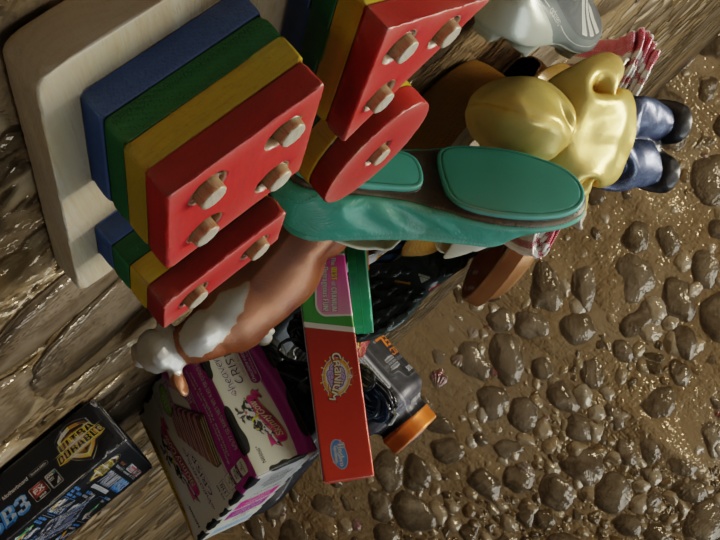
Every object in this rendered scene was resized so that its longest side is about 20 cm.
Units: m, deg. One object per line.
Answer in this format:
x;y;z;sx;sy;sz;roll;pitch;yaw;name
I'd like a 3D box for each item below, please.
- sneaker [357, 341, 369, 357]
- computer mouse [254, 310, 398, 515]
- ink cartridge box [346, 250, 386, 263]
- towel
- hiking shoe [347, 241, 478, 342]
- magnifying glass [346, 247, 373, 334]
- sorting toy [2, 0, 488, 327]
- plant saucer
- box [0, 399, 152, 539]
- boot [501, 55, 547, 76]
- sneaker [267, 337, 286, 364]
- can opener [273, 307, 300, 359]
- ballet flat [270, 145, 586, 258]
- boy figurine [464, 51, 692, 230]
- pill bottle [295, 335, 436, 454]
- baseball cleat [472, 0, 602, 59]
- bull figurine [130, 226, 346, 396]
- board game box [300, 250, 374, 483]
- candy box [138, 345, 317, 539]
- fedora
-0.006;0.027;1.180;0.200;0.077;0.073;-56;160;-60;sneaker
-0.065;0.151;0.964;0.200;0.138;0.053;-48;161;7;computer mouse
0.063;-0.060;1.096;0.173;0.044;0.200;-15;162;-22;ink cartridge box
0.168;-0.110;0.853;0.201;0.030;0.146;-61;-167;4;towel
0.036;0.015;1.050;0.199;0.075;0.087;-31;180;-8;hiking shoe
0.000;0.000;0.926;0.022;0.080;0.200;-6;-165;0;magnifying glass
-0.034;-0.070;0.426;0.199;0.070;0.200;-40;172;-21;sorting toy
0.161;-0.052;0.974;0.201;0.032;0.200;-59;-178;3;plant saucer
-0.268;0.199;0.815;0.198;0.050;0.200;-41;172;-15;box
0.102;-0.116;0.930;0.200;0.074;0.075;-50;157;2;boot
-0.119;0.129;1.062;0.088;0.074;0.200;-40;164;-52;sneaker
-0.107;0.093;1.112;0.067;0.054;0.200;9;138;-38;can opener
0.039;-0.042;0.633;0.199;0.068;0.071;5;141;-13;ballet flat
0.153;-0.090;0.702;0.199;0.064;0.125;-1;105;-41;boy figurine
0.004;0.131;1.254;0.106;0.200;0.106;-41;173;-6;pill bottle
0.135;-0.188;0.643;0.107;0.070;0.200;-54;172;28;baseball cleat
-0.070;0.008;0.701;0.200;0.065;0.121;-43;175;9;bull figurine
-0.023;0.075;0.851;0.040;0.201;0.153;-7;170;-2;board game box
-0.121;0.137;0.862;0.061;0.137;0.200;-18;160;-31;candy box
0.079;-0.100;0.793;0.201;0.082;0.201;-43;167;-12;fedora
